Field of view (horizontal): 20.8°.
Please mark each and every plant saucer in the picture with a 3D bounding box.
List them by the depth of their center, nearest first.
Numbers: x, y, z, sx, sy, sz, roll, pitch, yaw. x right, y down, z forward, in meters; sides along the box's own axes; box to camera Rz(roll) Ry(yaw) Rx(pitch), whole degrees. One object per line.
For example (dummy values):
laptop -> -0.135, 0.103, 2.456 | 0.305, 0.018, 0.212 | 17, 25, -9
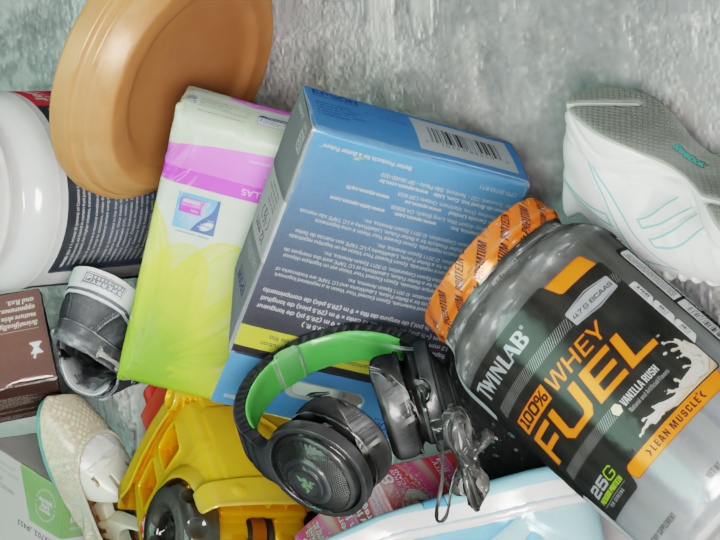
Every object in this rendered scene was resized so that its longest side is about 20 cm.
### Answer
plant saucer -> -0.122, -0.134, 1.301 | 0.037, 0.200, 0.200 | 32, 116, 27

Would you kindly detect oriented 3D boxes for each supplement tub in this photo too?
supplement tub -> 0.139, 0.059, 1.082 | 0.200, 0.122, 0.123 | 41, 123, 16
supplement tub -> -0.217, -0.059, 1.399 | 0.140, 0.200, 0.141 | 6, 98, 44

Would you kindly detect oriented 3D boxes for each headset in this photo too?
headset -> 0.005, 0.080, 1.119 | 0.200, 0.123, 0.094 | 32, 146, 47

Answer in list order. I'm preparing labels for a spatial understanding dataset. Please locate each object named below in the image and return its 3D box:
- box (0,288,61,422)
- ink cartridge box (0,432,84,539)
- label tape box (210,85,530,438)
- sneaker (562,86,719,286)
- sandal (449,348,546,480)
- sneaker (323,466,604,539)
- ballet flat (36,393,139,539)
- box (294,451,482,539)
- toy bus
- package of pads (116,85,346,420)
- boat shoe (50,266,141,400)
box -> -0.280, 0.071, 1.479 | 0.200, 0.100, 0.075 | 132, 127, -78
ink cartridge box -> -0.255, 0.243, 1.563 | 0.117, 0.067, 0.200 | 23, 110, 41
label tape box -> 0.000, 0.000, 1.223 | 0.066, 0.143, 0.200 | -106, 34, -57
sneaker -> 0.189, -0.026, 1.101 | 0.200, 0.070, 0.080 | 42, 137, 37
sandal -> 0.105, 0.097, 1.203 | 0.075, 0.048, 0.201 | -6, 103, 30
sneaker -> 0.057, 0.197, 1.127 | 0.200, 0.080, 0.131 | -17, 77, -1
ballet flat -> -0.182, 0.176, 1.468 | 0.062, 0.067, 0.200 | -1, 118, 35
box -> 0.057, 0.222, 1.226 | 0.095, 0.100, 0.200 | -44, 65, 38
toy bus -> -0.114, 0.166, 1.381 | 0.200, 0.136, 0.192 | -60, 42, 34
package of pads -> -0.064, -0.006, 1.297 | 0.154, 0.068, 0.200 | 15, 110, -1
boat shoe -> -0.187, 0.060, 1.406 | 0.072, 0.200, 0.068 | 24, 73, 3
